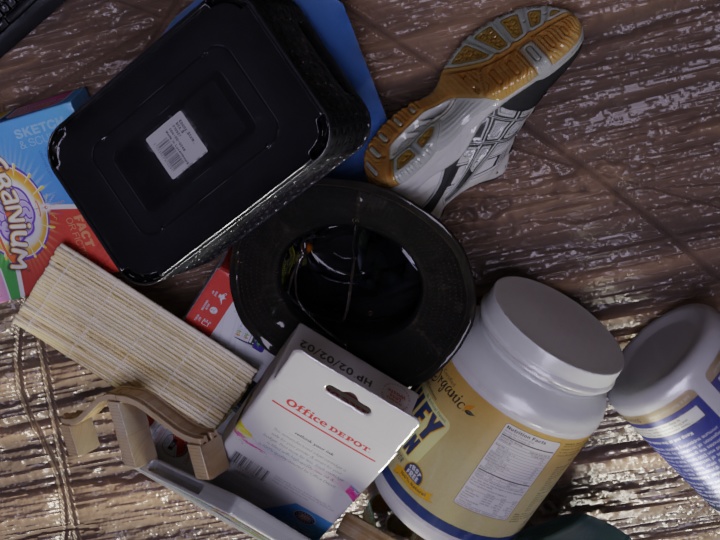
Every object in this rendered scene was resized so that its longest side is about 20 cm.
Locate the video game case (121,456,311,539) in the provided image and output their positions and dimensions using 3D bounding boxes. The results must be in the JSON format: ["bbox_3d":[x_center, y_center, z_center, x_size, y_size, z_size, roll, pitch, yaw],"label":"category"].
[{"bbox_3d":[-0.106,0.208,1.094,0.143,0.200,0.018,39,73,-32],"label":"video game case"}]

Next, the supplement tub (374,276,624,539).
[{"bbox_3d":[0.112,0.119,1.054,0.144,0.144,0.200,27,115,-6],"label":"supplement tub"}]

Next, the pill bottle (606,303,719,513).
[{"bbox_3d":[0.307,0.132,1.053,0.116,0.116,0.200,-40,105,21],"label":"pill bottle"}]

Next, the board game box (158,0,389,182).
[{"bbox_3d":[-0.066,-0.139,1.013,0.158,0.039,0.200,-17,119,12],"label":"board game box"}]

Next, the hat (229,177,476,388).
[{"bbox_3d":[0.000,0.000,1.026,0.200,0.081,0.201,7,116,14],"label":"hat"}]

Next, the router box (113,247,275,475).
[{"bbox_3d":[-0.091,0.105,1.124,0.179,0.049,0.200,31,115,-8],"label":"router box"}]

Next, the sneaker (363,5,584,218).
[{"bbox_3d":[0.096,-0.121,0.994,0.200,0.076,0.088,-39,135,12],"label":"sneaker"}]

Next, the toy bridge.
[{"bbox_3d":[-0.193,0.132,1.081,0.200,0.027,0.067,1,110,42],"label":"toy bridge"}]

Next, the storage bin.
[{"bbox_3d":[-0.110,-0.097,0.934,0.200,0.094,0.135,-35,87,20],"label":"storage bin"}]

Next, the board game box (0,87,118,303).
[{"bbox_3d":[-0.297,-0.054,1.078,0.200,0.040,0.153,-15,113,13],"label":"board game box"}]

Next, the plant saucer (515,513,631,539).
[{"bbox_3d":[0.134,0.252,1.104,0.200,0.200,0.036,-23,82,16],"label":"plant saucer"}]

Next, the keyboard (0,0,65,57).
[{"bbox_3d":[-0.262,-0.249,0.983,0.200,0.040,0.104,-37,107,20],"label":"keyboard"}]

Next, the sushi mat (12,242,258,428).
[{"bbox_3d":[-0.191,0.065,1.084,0.200,0.012,0.096,33,114,-5],"label":"sushi mat"}]

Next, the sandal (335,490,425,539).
[{"bbox_3d":[0.036,0.218,1.112,0.078,0.212,0.070,27,81,18],"label":"sandal"}]

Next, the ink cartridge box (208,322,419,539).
[{"bbox_3d":[-0.034,0.123,1.026,0.115,0.068,0.200,31,134,-5],"label":"ink cartridge box"}]
